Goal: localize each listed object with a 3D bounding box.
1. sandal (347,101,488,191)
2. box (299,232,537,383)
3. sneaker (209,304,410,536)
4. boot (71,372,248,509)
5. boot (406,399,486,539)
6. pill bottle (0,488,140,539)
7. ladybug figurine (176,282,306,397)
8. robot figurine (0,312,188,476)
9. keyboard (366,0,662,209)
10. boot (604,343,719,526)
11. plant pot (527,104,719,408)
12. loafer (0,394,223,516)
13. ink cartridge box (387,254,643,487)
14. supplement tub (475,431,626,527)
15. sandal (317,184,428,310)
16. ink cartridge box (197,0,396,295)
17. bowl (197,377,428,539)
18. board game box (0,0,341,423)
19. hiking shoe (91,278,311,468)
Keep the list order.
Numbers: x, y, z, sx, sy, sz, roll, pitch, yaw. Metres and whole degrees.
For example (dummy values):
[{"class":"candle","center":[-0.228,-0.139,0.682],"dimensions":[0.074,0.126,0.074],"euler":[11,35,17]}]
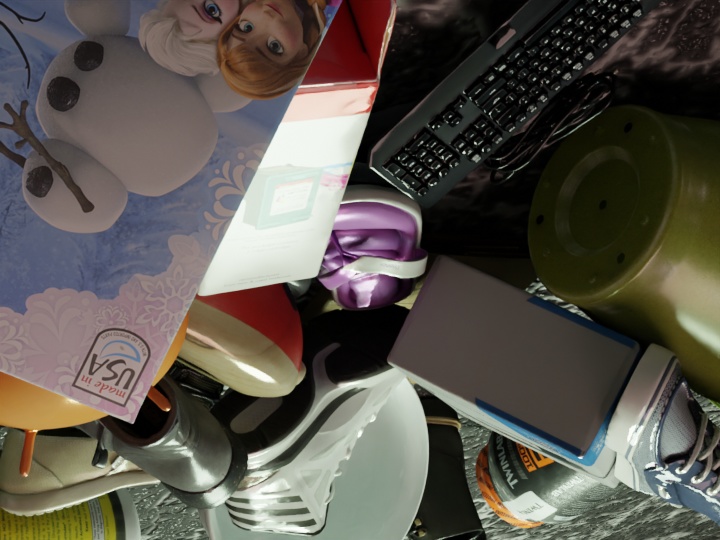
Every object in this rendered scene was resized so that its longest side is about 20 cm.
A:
[{"class":"sandal","center":[-0.014,-0.054,0.715],"dimensions":[0.200,0.043,0.076],"euler":[-11,151,-13]},{"class":"box","center":[0.030,0.035,0.924],"dimensions":[0.163,0.021,0.200],"euler":[2,148,-31]},{"class":"sneaker","center":[-0.027,0.107,0.836],"dimensions":[0.200,0.076,0.115],"euler":[-33,136,-38]},{"class":"boot","center":[-0.156,0.052,0.682],"dimensions":[0.070,0.200,0.132],"euler":[-57,152,-17]},{"class":"boot","center":[0.016,0.191,1.073],"dimensions":[0.200,0.138,0.077],"euler":[-4,150,-22]},{"class":"pill bottle","center":[-0.293,0.224,0.983],"dimensions":[0.200,0.113,0.112],"euler":[8,143,-39]},{"class":"ladybug figurine","center":[-0.109,0.008,0.692],"dimensions":[0.200,0.072,0.136],"euler":[33,169,-28]},{"class":"robot figurine","center":[-0.147,-0.016,0.536],"dimensions":[0.144,0.200,0.117],"euler":[-13,162,-25]},{"class":"keyboard","center":[0.103,-0.102,0.659],"dimensions":[0.200,0.040,0.104],"euler":[-41,147,15]},{"class":"boot","center":[0.212,0.110,0.762],"dimensions":[0.073,0.090,0.200],"euler":[-60,157,-11]},{"class":"plant pot","center":[0.222,-0.017,0.787],"dimensions":[0.193,0.201,0.200],"euler":[19,137,-32]},{"class":"loafer","center":[-0.180,0.127,0.913],"dimensions":[0.200,0.068,0.076],"euler":[-16,-163,-32]},{"class":"ink cartridge box","center":[0.122,0.077,0.838],"dimensions":[0.084,0.145,0.200],"euler":[-63,157,-6]},{"class":"supplement tub","center":[0.206,0.164,1.150],"dimensions":[0.122,0.123,0.200],"euler":[4,144,-35]},{"class":"sandal","center":[0.007,-0.002,0.747],"dimensions":[0.082,0.050,0.203],"euler":[-18,161,7]},{"class":"ink cartridge box","center":[-0.048,-0.090,0.554],"dimensions":[0.067,0.116,0.200],"euler":[-8,150,-18]},{"class":"bowl","center":[-0.051,0.145,0.908],"dimensions":[0.201,0.201,0.090],"euler":[7,-179,-38]},{"class":"board game box","center":[-0.129,-0.074,0.422],"dimensions":[0.200,0.043,0.199],"euler":[25,98,-17]},{"class":"hiking shoe","center":[-0.106,0.059,0.803],"dimensions":[0.200,0.101,0.076],"euler":[-31,150,23]}]
